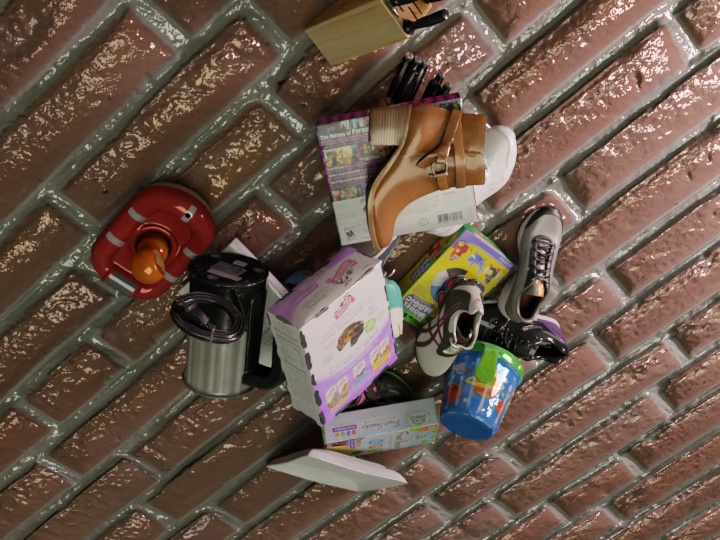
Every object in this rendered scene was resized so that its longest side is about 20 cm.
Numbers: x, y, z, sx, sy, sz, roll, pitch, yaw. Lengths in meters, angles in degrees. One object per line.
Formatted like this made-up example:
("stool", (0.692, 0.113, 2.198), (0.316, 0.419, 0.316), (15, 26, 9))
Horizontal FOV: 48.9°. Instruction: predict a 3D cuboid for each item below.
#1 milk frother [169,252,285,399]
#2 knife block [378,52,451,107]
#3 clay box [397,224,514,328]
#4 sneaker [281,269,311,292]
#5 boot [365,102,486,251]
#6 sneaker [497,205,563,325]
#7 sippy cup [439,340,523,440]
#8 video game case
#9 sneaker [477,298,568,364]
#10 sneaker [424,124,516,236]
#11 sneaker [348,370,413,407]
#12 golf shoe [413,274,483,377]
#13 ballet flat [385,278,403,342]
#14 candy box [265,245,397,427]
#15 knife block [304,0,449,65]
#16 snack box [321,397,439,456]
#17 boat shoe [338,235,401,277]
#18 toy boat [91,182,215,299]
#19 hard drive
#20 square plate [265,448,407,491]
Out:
("milk frother", (-0.207, 0.100, 1.125), (0.200, 0.180, 0.189), (-18, 124, -46))
("knife block", (0.042, -0.199, 1.121), (0.199, 0.064, 0.176), (-22, 121, 6))
("clay box", (0.140, 0.023, 1.290), (0.115, 0.048, 0.200), (32, 111, -25))
("sneaker", (-0.065, 0.086, 1.290), (0.083, 0.071, 0.200), (-30, 115, 16))
("boot", (0.085, -0.119, 1.040), (0.155, 0.077, 0.201), (2, 106, -1))
("sneaker", (0.284, -0.005, 1.269), (0.074, 0.079, 0.201), (10, 105, -14))
("sippy cup", (0.195, 0.209, 1.334), (0.139, 0.131, 0.178), (-5, 139, 37))
("video game case", (0.052, -0.136, 1.086), (0.199, 0.036, 0.182), (-10, 117, 6))
("sneaker", (0.261, 0.107, 1.336), (0.199, 0.088, 0.076), (11, 119, -14))
("sneaker", (0.156, -0.124, 1.161), (0.078, 0.099, 0.200), (39, 112, 11))
("sneaker", (-0.001, 0.209, 1.360), (0.199, 0.084, 0.077), (17, 118, -20))
("golf shoe", (0.141, 0.104, 1.264), (0.077, 0.088, 0.201), (6, 124, -16))
("ballet flat", (0.040, 0.087, 1.256), (0.067, 0.071, 0.200), (-21, 153, -17))
("candy box", (-0.035, 0.094, 1.136), (0.168, 0.071, 0.201), (-39, 137, -31))
("knife block", (0.031, -0.319, 0.988), (0.200, 0.176, 0.064), (-34, 119, 13))
("snack box", (0.033, 0.281, 1.393), (0.199, 0.053, 0.142), (-9, 156, -4))
("boat shoe", (0.000, 0.000, 1.224), (0.200, 0.075, 0.062), (-52, 134, -9))
("toy boat", (-0.299, -0.029, 1.142), (0.130, 0.131, 0.200), (36, 110, -26))
("hard drive", (-0.171, 0.063, 1.239), (0.132, 0.027, 0.200), (-39, 101, 21))
("square plate", (-0.045, 0.358, 1.426), (0.199, 0.029, 0.198), (21, 153, -21))
